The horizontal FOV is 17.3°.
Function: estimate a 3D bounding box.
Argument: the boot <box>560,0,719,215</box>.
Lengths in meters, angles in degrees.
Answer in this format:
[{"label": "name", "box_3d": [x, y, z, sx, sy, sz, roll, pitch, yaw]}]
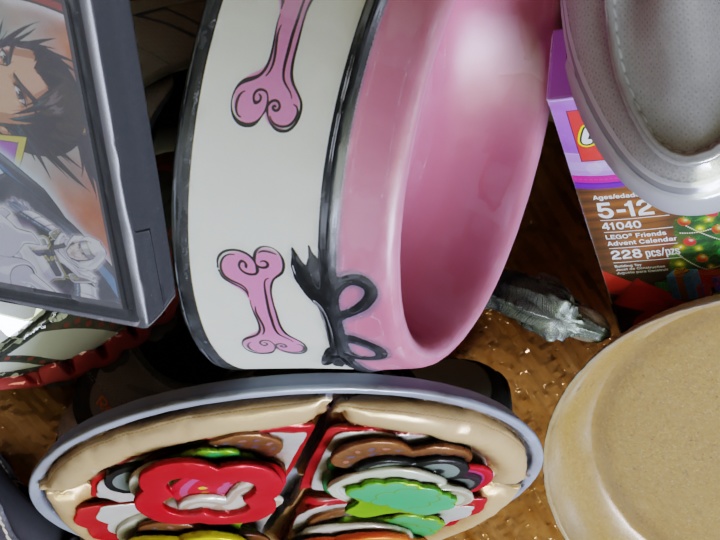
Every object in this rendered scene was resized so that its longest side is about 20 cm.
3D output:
[{"label": "boot", "box_3d": [0.095, -0.125, 0.778, 0.073, 0.202, 0.096, -11, 163, 5]}]

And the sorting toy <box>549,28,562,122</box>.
[{"label": "sorting toy", "box_3d": [0.160, -0.127, 0.935, 0.184, 0.037, 0.201, 10, 129, -31]}]

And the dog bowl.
[{"label": "dog bowl", "box_3d": [0.010, -0.055, 0.813, 0.073, 0.201, 0.201, 15, 136, 17]}]

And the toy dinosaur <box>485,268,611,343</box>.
[{"label": "toy dinosaur", "box_3d": [0.000, 0.000, 0.931, 0.198, 0.088, 0.048, -2, 115, 12]}]

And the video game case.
[{"label": "video game case", "box_3d": [-0.153, -0.083, 0.735, 0.179, 0.026, 0.201, 9, 125, 23]}]

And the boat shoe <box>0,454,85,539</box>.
[{"label": "boat shoe", "box_3d": [-0.129, 0.117, 0.997, 0.062, 0.073, 0.201, -19, 143, 1]}]

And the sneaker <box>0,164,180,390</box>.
[{"label": "sneaker", "box_3d": [-0.146, 0.004, 0.886, 0.199, 0.071, 0.098, -24, 138, 0]}]

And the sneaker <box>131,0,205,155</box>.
[{"label": "sneaker", "box_3d": [-0.108, -0.081, 0.817, 0.198, 0.087, 0.075, 3, 131, -24]}]

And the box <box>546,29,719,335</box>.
[{"label": "box", "box_3d": [0.178, -0.039, 0.858, 0.198, 0.039, 0.137, -6, 138, 17]}]

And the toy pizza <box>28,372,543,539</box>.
[{"label": "toy pizza", "box_3d": [-0.028, 0.088, 0.909, 0.198, 0.032, 0.200, -4, 156, -2]}]

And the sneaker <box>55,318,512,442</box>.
[{"label": "sneaker", "box_3d": [-0.024, 0.053, 0.987, 0.199, 0.074, 0.080, 0, 125, -24]}]

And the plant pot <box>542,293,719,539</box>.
[{"label": "plant pot", "box_3d": [0.171, 0.078, 0.926, 0.198, 0.028, 0.201, 8, 132, 10]}]
